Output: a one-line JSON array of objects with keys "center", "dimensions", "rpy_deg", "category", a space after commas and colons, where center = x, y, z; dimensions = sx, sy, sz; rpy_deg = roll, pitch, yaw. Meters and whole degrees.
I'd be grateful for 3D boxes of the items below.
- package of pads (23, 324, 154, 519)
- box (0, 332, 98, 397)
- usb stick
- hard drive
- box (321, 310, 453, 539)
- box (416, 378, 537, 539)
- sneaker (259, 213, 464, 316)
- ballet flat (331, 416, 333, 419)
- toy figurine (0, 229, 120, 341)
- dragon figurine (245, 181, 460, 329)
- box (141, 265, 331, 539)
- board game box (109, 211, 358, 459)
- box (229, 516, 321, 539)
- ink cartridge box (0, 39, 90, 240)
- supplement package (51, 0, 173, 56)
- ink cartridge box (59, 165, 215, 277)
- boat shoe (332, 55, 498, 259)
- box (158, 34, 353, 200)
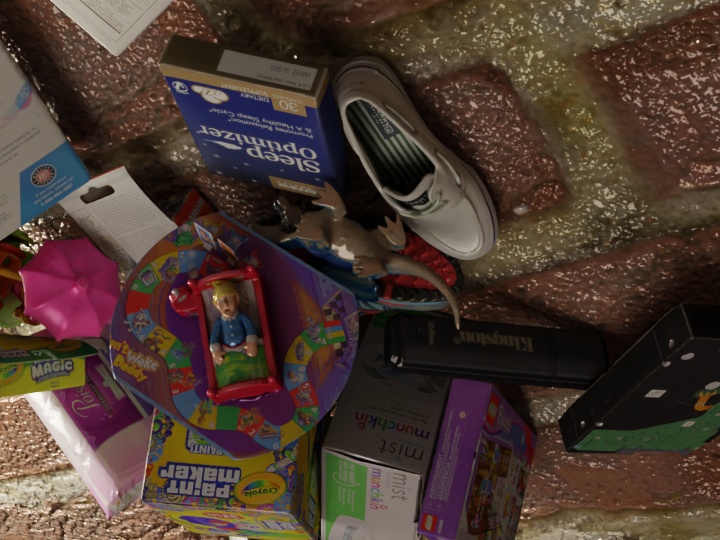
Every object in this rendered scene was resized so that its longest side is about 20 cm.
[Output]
[{"center": [-0.259, 0.141, 1.164], "dimensions": [0.200, 0.120, 0.076], "rpy_deg": [49, 142, 17], "category": "package of pads"}, {"center": [-0.346, 0.086, 1.062], "dimensions": [0.199, 0.117, 0.049], "rpy_deg": [-1, 91, 41], "category": "box"}, {"center": [0.118, 0.070, 0.971], "dimensions": [0.198, 0.056, 0.033], "rpy_deg": [6, 152, -12], "category": "usb stick"}, {"center": [0.271, 0.095, 0.946], "dimensions": [0.139, 0.038, 0.200], "rpy_deg": [4, 144, -20], "category": "hard drive"}, {"center": [0.033, 0.163, 1.068], "dimensions": [0.096, 0.177, 0.201], "rpy_deg": [14, 140, 10], "category": "box"}, {"center": [0.111, 0.192, 1.039], "dimensions": [0.039, 0.138, 0.200], "rpy_deg": [8, 161, 24], "category": "box"}, {"center": [0.000, 0.000, 1.001], "dimensions": [0.199, 0.080, 0.096], "rpy_deg": [10, 157, 21], "category": "sneaker"}, {"center": [-0.079, 0.175, 1.161], "dimensions": [0.199, 0.063, 0.067], "rpy_deg": [14, 157, -37], "category": "ballet flat"}, {"center": [-0.301, 0.019, 1.081], "dimensions": [0.183, 0.151, 0.200], "rpy_deg": [15, 163, 26], "category": "toy figurine"}, {"center": [-0.001, -0.013, 0.915], "dimensions": [0.199, 0.059, 0.099], "rpy_deg": [25, 167, 8], "category": "dragon figurine"}, {"center": [-0.093, 0.122, 0.974], "dimensions": [0.121, 0.194, 0.200], "rpy_deg": [4, 160, 5], "category": "box"}, {"center": [-0.103, 0.044, 0.870], "dimensions": [0.199, 0.158, 0.039], "rpy_deg": [31, 169, 16], "category": "board game box"}, {"center": [-0.049, 0.249, 1.162], "dimensions": [0.199, 0.143, 0.036], "rpy_deg": [8, 126, -37], "category": "box"}, {"center": [-0.344, -0.126, 0.946], "dimensions": [0.085, 0.144, 0.201], "rpy_deg": [43, 164, 50], "category": "ink cartridge box"}, {"center": [-0.124, -0.269, 0.685], "dimensions": [0.150, 0.152, 0.200], "rpy_deg": [40, 137, -20], "category": "supplement package"}, {"center": [-0.179, -0.026, 1.060], "dimensions": [0.108, 0.051, 0.200], "rpy_deg": [-14, 127, 38], "category": "ink cartridge box"}, {"center": [0.039, -0.070, 0.880], "dimensions": [0.073, 0.067, 0.200], "rpy_deg": [-29, 118, 26], "category": "boat shoe"}, {"center": [-0.073, -0.105, 0.885], "dimensions": [0.120, 0.033, 0.200], "rpy_deg": [14, 161, 12], "category": "box"}]
